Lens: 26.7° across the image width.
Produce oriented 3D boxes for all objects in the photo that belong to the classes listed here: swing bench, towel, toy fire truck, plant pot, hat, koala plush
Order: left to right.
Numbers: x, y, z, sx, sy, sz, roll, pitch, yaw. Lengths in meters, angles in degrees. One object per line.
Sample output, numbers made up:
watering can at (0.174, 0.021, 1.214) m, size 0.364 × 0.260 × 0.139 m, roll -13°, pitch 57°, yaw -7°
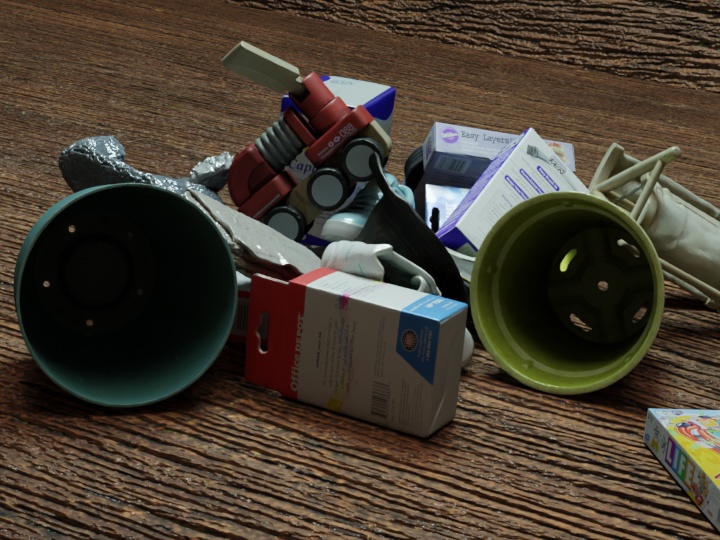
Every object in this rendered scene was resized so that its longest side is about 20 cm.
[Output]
plant pot at (-0.231, 0.013, 1.417) m, size 0.199 × 0.202 × 0.161 m, roll -1°, pitch 8°, yaw -21°
koala plush at (-0.211, -0.047, 1.663) m, size 0.183 × 0.179 × 0.200 m, roll 18°, pitch 15°, yaw 24°
towel at (-0.086, -0.014, 1.509) m, size 0.199 × 0.035 × 0.133 m, roll 27°, pitch 12°, yaw -43°
toy fire truck at (-0.087, -0.146, 1.658) m, size 0.200 × 0.176 × 0.129 m, roll 50°, pitch 12°, yaw -3°
hat at (0.035, -0.021, 1.573) m, size 0.081 × 0.201 × 0.201 m, roll -33°, pitch 22°, yaw 0°
plant pot at (0.234, 0.019, 1.585) m, size 0.199 × 0.202 × 0.184 m, roll 12°, pitch 7°, yaw 20°
swing bench at (0.378, -0.045, 1.778) m, size 0.198 × 0.130 × 0.200 m, roll 28°, pitch 0°, yaw -12°

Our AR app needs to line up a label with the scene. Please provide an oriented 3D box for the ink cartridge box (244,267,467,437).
ink cartridge box at (-0.007, 0.069, 1.418) m, size 0.199 × 0.117 × 0.067 m, roll 15°, pitch 20°, yaw 25°

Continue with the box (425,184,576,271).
box at (0.174, -0.040, 1.865) m, size 0.198 × 0.048 × 0.123 m, roll 5°, pitch 52°, yaw -3°

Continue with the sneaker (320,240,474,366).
sneaker at (0.050, 0.039, 1.488) m, size 0.200 × 0.071 × 0.080 m, roll 38°, pitch -28°, yaw -32°

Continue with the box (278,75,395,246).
box at (-0.035, -0.131, 1.922) m, size 0.104 × 0.202 × 0.184 m, roll 10°, pitch 17°, yaw 12°

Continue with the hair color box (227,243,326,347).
hair color box at (-0.101, 0.021, 1.643) m, size 0.101 × 0.062 × 0.200 m, roll 8°, pitch 18°, yaw 8°

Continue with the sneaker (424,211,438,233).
sneaker at (0.174, -0.048, 1.941) m, size 0.198 × 0.076 × 0.080 m, roll -4°, pitch 35°, yaw 4°

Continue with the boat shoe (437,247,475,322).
boat shoe at (0.090, 0.015, 1.700) m, size 0.060 × 0.072 × 0.200 m, roll -25°, pitch 21°, yaw -36°

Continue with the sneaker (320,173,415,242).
sneaker at (0.009, -0.069, 1.704) m, size 0.073 × 0.083 × 0.200 m, roll 8°, pitch 6°, yaw 17°

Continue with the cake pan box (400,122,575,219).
cake pan box at (0.155, -0.112, 1.974) m, size 0.198 × 0.185 × 0.053 m, roll 7°, pitch 59°, yaw -12°

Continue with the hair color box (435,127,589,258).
hair color box at (0.177, -0.063, 1.785) m, size 0.200 × 0.109 × 0.065 m, roll -50°, pitch 10°, yaw -36°

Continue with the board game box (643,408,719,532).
board game box at (0.345, 0.176, 1.329) m, size 0.133 × 0.035 × 0.200 m, roll 3°, pitch 17°, yaw -11°

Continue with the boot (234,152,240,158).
boot at (-0.079, -0.132, 2.126) m, size 0.167 × 0.077 × 0.200 m, roll -3°, pitch 12°, yaw -15°
